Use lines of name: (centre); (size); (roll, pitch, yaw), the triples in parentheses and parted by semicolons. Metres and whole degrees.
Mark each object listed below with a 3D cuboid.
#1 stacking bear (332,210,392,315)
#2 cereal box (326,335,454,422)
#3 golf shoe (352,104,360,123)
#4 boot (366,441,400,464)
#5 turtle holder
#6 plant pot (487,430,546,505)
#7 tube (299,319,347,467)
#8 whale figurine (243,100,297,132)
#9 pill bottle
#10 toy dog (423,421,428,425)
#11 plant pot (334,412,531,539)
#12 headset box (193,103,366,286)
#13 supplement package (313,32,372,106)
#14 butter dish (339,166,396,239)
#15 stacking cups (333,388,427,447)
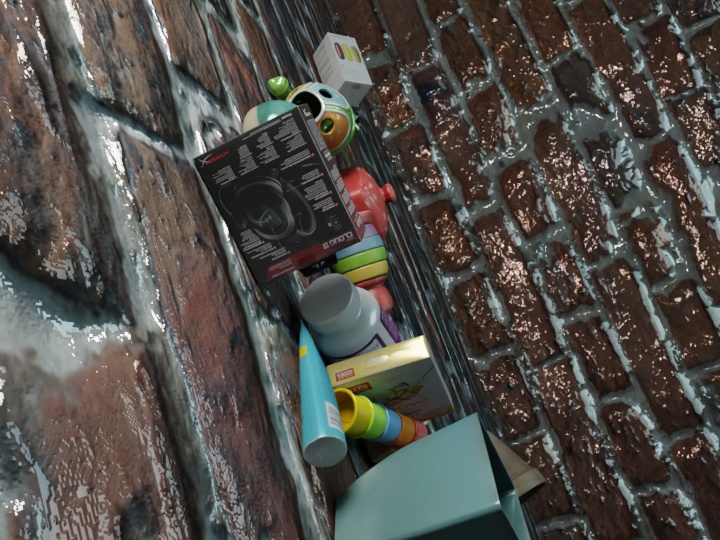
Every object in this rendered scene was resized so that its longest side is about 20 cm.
stacking bear: (0.000, 0.000, 1.207); (0.121, 0.113, 0.201); (-15, 86, -79)
cereal box: (0.049, 0.174, 0.931); (0.200, 0.143, 0.040); (61, 12, -53)
golf shoe: (-0.036, -0.570, 2.226); (0.095, 0.077, 0.200); (69, 13, 11)
boot: (0.077, 0.339, 0.960); (0.144, 0.070, 0.202); (45, 19, -55)
turtle holder: (-0.095, -0.325, 1.303); (0.132, 0.140, 0.187); (21, 48, -73)
plant pot: (0.311, 0.487, 1.532); (0.174, 0.200, 0.200); (55, 4, 30)
tube: (-0.054, 0.150, 0.806); (0.200, 0.050, 0.078); (-105, -178, -56)
whale figurine: (-0.109, -0.179, 1.043); (0.159, 0.103, 0.201); (-37, 104, -79)
pill bottle: (-0.008, 0.094, 0.951); (0.200, 0.112, 0.113); (56, 16, -45)
toy dog: (0.111, 0.338, 1.148); (0.200, 0.096, 0.132); (46, 21, -21)
plant pot: (0.077, 0.291, 0.733); (0.142, 0.199, 0.142); (61, 12, -25)
headset box: (-0.093, -0.087, 0.819); (0.201, 0.148, 0.077); (63, 12, -13)
supplement package: (-0.060, -0.649, 2.084); (0.113, 0.110, 0.201); (-3, 64, -36)
butter dish: (0.007, -0.142, 1.400); (0.200, 0.147, 0.200); (59, 14, -31)
stacking cups: (0.030, 0.210, 0.898); (0.200, 0.060, 0.061); (27, 39, -48)
